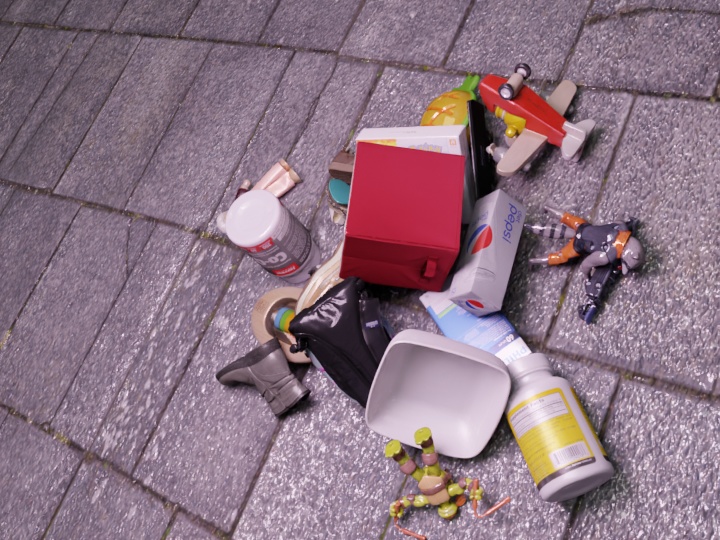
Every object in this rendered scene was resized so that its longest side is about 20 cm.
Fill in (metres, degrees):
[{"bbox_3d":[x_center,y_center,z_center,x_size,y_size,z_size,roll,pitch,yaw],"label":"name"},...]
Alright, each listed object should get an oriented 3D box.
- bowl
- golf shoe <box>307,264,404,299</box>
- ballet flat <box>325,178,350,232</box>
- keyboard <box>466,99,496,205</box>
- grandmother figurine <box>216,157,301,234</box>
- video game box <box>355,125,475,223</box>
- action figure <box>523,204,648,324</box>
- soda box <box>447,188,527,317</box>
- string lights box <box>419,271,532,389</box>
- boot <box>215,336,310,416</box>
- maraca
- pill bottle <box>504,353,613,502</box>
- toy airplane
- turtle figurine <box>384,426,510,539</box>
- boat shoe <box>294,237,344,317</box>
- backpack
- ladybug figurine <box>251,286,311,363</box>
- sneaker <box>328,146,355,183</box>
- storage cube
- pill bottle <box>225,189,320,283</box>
[{"bbox_3d":[0.119,0.182,1.119,0.198,0.201,0.075,17,31,1],"label":"bowl"},{"bbox_3d":[0.000,0.000,1.362,0.199,0.078,0.095,3,50,25],"label":"golf shoe"},{"bbox_3d":[-0.022,-0.108,1.415,0.200,0.067,0.076,46,128,49],"label":"ballet flat"},{"bbox_3d":[0.219,-0.203,1.313,0.020,0.127,0.202,-5,88,28],"label":"keyboard"},{"bbox_3d":[-0.223,-0.152,1.542,0.200,0.061,0.121,-41,47,-2],"label":"grandmother figurine"},{"bbox_3d":[0.106,-0.171,1.322,0.199,0.183,0.047,3,37,27],"label":"video game box"},{"bbox_3d":[0.362,-0.024,1.178,0.193,0.105,0.201,9,66,39],"label":"action figure"},{"bbox_3d":[0.210,-0.030,1.195,0.063,0.068,0.201,-25,39,57],"label":"soda box"},{"bbox_3d":[0.195,0.099,1.219,0.103,0.059,0.200,-36,56,6],"label":"string lights box"},{"bbox_3d":[-0.181,0.212,1.326,0.200,0.068,0.131,-32,87,45],"label":"boot"},{"bbox_3d":[0.177,-0.294,1.394,0.137,0.107,0.201,-28,34,48],"label":"maraca"},{"bbox_3d":[0.282,0.229,1.083,0.111,0.111,0.201,-26,57,11],"label":"pill bottle"},{"bbox_3d":[0.315,-0.259,1.310,0.199,0.141,0.200,-3,70,-17],"label":"toy airplane"},{"bbox_3d":[0.118,0.321,1.117,0.199,0.162,0.064,-23,13,27],"label":"turtle figurine"},{"bbox_3d":[-0.035,0.018,1.275,0.076,0.072,0.200,33,84,21],"label":"boat shoe"},{"bbox_3d":[-0.006,0.125,1.216,0.167,0.127,0.200,-36,99,8],"label":"backpack"},{"bbox_3d":[-0.118,0.104,1.355,0.199,0.072,0.136,25,79,32],"label":"ladybug figurine"},{"bbox_3d":[0.028,-0.207,1.442,0.199,0.071,0.076,17,69,29],"label":"sneaker"},{"bbox_3d":[0.065,-0.086,1.202,0.178,0.171,0.201,7,66,-2],"label":"storage cube"},{"bbox_3d":[-0.159,-0.057,1.377,0.113,0.200,0.115,-10,62,20],"label":"pill bottle"}]
